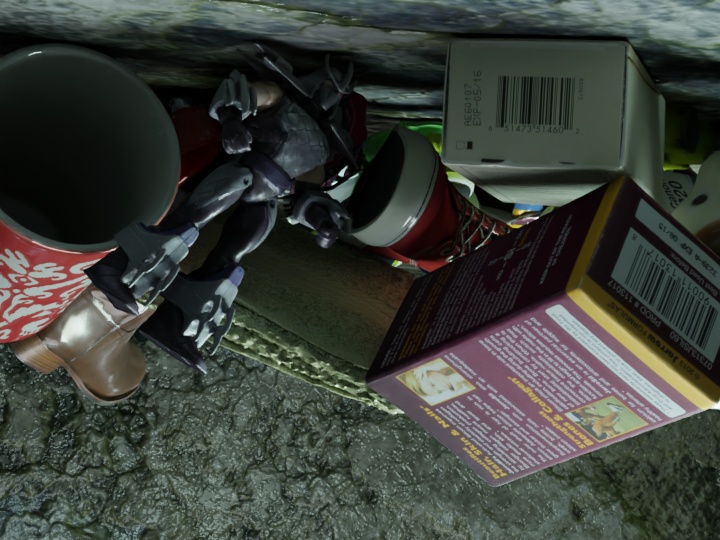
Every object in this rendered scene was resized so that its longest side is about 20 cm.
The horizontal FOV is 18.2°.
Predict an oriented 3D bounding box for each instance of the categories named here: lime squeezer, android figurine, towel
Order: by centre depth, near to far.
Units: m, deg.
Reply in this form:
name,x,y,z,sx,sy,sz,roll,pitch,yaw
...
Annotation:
name,x,y,z,sx,sy,sz,roll,pitch,yaw
towel,-0.039,0.015,1.391,0.200,0.037,0.148,24,-153,5
android figurine,0.140,-0.086,1.493,0.200,0.041,0.182,0,176,28
lime squeezer,0.045,-0.078,1.587,0.200,0.071,0.038,-25,144,-10

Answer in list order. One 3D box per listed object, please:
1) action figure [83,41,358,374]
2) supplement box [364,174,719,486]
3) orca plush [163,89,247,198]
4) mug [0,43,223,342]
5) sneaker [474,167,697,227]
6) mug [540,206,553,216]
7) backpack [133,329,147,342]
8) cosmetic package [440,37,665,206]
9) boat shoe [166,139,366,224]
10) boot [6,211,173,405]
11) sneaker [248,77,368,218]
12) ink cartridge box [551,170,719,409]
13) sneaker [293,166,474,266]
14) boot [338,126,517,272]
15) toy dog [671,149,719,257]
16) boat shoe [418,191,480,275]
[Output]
name,x,y,z,sx,sy,sz,roll,pitch,yaw
action figure,-0.064,-0.044,1.294,0.130,0.200,0.069,45,167,-34
supplement box,0.111,0.039,1.270,0.110,0.086,0.200,40,144,-18
orca plush,-0.142,-0.104,1.525,0.200,0.071,0.105,10,-141,-20
mug,-0.186,-0.033,1.397,0.177,0.134,0.200,10,155,-21
sneaker,0.161,-0.054,1.718,0.200,0.075,0.090,1,-179,28
mug,0.226,0.014,1.613,0.200,0.178,0.134,-6,-140,-29
backpack,-0.107,-0.044,1.700,0.200,0.167,0.127,-3,-166,-14
cosmetic package,0.115,-0.082,1.292,0.103,0.073,0.200,3,177,13
boat shoe,-0.081,-0.045,1.604,0.200,0.057,0.069,-17,-155,-16
boot,-0.127,0.013,1.561,0.200,0.064,0.186,-33,163,12
sneaker,-0.030,-0.078,1.476,0.074,0.081,0.200,-2,176,1
ink cartridge box,0.230,0.014,1.439,0.200,0.085,0.146,7,-140,-26
sneaker,0.000,0.000,1.510,0.200,0.083,0.072,-28,160,-15
boot,0.067,-0.023,1.365,0.144,0.073,0.200,25,175,-3
toy dog,0.278,-0.016,1.304,0.199,0.194,0.140,4,-170,0
boat shoe,0.064,-0.030,1.681,0.091,0.071,0.200,34,177,-22
